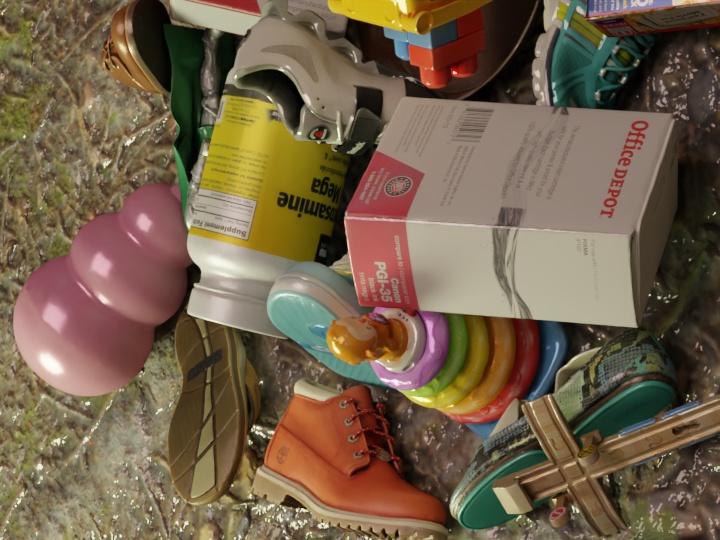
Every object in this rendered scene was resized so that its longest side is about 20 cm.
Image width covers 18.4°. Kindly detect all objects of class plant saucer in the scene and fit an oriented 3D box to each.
[{"bbox_3d":[0.077,-0.220,1.715,0.199,0.034,0.202,-14,70,43],"label":"plant saucer"}]

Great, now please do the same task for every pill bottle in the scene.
[{"bbox_3d":[-0.074,-0.053,1.766,0.112,0.112,0.202,13,90,46],"label":"pill bottle"}]

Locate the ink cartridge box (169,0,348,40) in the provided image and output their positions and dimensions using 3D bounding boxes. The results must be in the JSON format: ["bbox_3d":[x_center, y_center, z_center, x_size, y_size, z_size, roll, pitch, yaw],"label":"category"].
[{"bbox_3d":[-0.064,-0.291,1.780,0.084,0.143,0.202,122,159,-81],"label":"ink cartridge box"}]

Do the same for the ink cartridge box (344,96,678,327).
[{"bbox_3d":[0.106,-0.041,1.502,0.198,0.083,0.147,5,38,18],"label":"ink cartridge box"}]

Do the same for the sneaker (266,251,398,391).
[{"bbox_3d":[0.000,0.000,1.627,0.079,0.200,0.132,15,76,22],"label":"sneaker"}]

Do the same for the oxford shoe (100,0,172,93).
[{"bbox_3d":[-0.187,-0.179,1.853,0.071,0.200,0.072,0,82,5],"label":"oxford shoe"}]

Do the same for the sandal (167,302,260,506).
[{"bbox_3d":[-0.113,0.102,1.815,0.080,0.054,0.201,-31,44,30],"label":"sandal"}]

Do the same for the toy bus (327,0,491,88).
[{"bbox_3d":[0.068,-0.240,1.612,0.135,0.199,0.194,18,128,47],"label":"toy bus"}]

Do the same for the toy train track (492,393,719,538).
[{"bbox_3d":[0.179,0.124,1.482,0.199,0.115,0.033,-24,20,22],"label":"toy train track"}]

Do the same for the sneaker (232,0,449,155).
[{"bbox_3d":[-0.008,-0.117,1.676,0.089,0.199,0.074,-58,-4,-33],"label":"sneaker"}]

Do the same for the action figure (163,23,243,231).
[{"bbox_3d":[-0.112,-0.098,1.834,0.054,0.117,0.202,3,91,53],"label":"action figure"}]

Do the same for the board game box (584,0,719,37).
[{"bbox_3d":[0.252,-0.245,1.501,0.198,0.046,0.153,-3,77,30],"label":"board game box"}]

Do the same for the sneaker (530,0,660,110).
[{"bbox_3d":[0.170,-0.161,1.580,0.079,0.077,0.202,0,81,33],"label":"sneaker"}]

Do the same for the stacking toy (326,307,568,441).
[{"bbox_3d":[0.043,0.051,1.554,0.116,0.199,0.110,39,108,35],"label":"stacking toy"}]

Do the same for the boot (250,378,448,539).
[{"bbox_3d":[0.000,0.143,1.672,0.199,0.075,0.108,18,87,47],"label":"boot"}]

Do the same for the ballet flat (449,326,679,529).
[{"bbox_3d":[0.138,0.107,1.548,0.199,0.074,0.075,-36,56,26],"label":"ballet flat"}]

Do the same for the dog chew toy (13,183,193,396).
[{"bbox_3d":[-0.204,0.009,1.883,0.200,0.124,0.125,-49,49,13],"label":"dog chew toy"}]
